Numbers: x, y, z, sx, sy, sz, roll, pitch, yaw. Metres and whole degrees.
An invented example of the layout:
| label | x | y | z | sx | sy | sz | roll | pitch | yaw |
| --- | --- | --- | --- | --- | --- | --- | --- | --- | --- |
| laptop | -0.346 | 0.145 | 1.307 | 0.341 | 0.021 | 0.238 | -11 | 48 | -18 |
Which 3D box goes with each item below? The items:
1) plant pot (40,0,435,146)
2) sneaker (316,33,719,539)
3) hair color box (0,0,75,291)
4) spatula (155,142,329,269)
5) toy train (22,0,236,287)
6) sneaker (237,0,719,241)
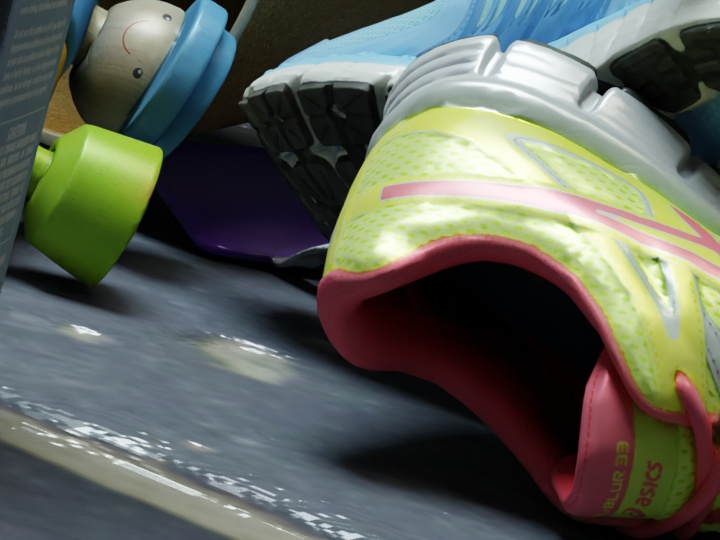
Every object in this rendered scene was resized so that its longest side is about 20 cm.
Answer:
| label | x | y | z | sx | sy | sz | roll | pitch | yaw |
| --- | --- | --- | --- | --- | --- | --- | --- | --- | --- |
| plant pot | -0.006 | -0.129 | 0.857 | 0.200 | 0.187 | 0.186 | -2 | 18 | -42 |
| sneaker | 0.077 | 0.031 | 0.584 | 0.199 | 0.078 | 0.090 | 26 | 41 | 12 |
| hair color box | -0.097 | -0.081 | 0.503 | 0.099 | 0.201 | 0.061 | 16 | 9 | 3 |
| spatula | 0.000 | 0.000 | 0.753 | 0.056 | 0.021 | 0.200 | 3 | 15 | -31 |
| toy train | -0.099 | -0.033 | 0.665 | 0.116 | 0.085 | 0.200 | 31 | 33 | -13 |
| sneaker | 0.059 | -0.045 | 0.673 | 0.200 | 0.079 | 0.090 | -6 | 37 | 41 |
